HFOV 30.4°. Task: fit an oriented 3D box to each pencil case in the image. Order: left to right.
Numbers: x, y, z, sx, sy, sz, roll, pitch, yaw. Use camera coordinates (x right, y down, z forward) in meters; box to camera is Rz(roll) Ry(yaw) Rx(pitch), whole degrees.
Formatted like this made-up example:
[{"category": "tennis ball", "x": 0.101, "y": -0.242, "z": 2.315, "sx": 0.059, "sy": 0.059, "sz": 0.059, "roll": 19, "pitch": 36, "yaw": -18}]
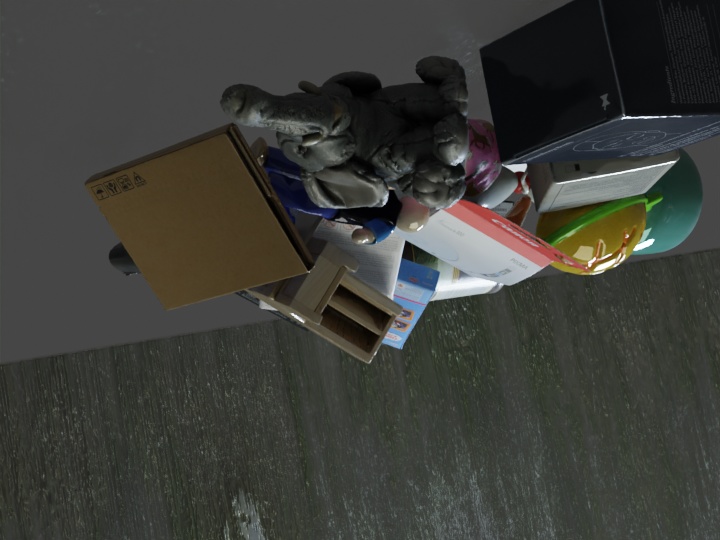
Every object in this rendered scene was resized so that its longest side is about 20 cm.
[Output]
[{"category": "pencil case", "x": 0.069, "y": -0.119, "z": 1.352, "sx": 0.087, "sy": 0.083, "sz": 0.200, "roll": -17, "pitch": 172, "yaw": 35}]

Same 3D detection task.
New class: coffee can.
[{"category": "coffee can", "x": 0.096, "y": -0.026, "z": 1.927, "sx": 0.200, "sy": 0.146, "sz": 0.146, "roll": -8, "pitch": 173, "yaw": -23}]

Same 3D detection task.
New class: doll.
[{"category": "doll", "x": -0.017, "y": -0.083, "z": 1.351, "sx": 0.200, "sy": 0.137, "sz": 0.048, "roll": 16, "pitch": 139, "yaw": -23}]

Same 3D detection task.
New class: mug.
[{"category": "mug", "x": 0.329, "y": -0.092, "z": 1.701, "sx": 0.114, "sy": 0.152, "sz": 0.185, "roll": -3, "pitch": 170, "yaw": -44}]

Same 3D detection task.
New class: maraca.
[{"category": "maraca", "x": 0.277, "y": -0.054, "z": 1.539, "sx": 0.137, "sy": 0.107, "sz": 0.200, "roll": -30, "pitch": 170, "yaw": 34}]

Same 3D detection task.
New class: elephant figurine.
[{"category": "elephant figurine", "x": -0.009, "y": -0.120, "z": 1.138, "sx": 0.200, "sy": 0.155, "sz": 0.142, "roll": 0, "pitch": -143, "yaw": 2}]

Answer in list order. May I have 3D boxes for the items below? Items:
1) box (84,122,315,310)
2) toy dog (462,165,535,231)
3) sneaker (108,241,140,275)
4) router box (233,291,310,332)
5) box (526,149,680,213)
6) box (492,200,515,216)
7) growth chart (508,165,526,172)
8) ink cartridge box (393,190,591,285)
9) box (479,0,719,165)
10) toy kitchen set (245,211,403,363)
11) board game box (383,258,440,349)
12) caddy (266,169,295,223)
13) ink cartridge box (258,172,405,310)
[{"category": "box", "x": -0.161, "y": -0.047, "z": 1.314, "sx": 0.200, "sy": 0.164, "sz": 0.021, "roll": -15, "pitch": -155, "yaw": 35}, {"category": "toy dog", "x": 0.171, "y": -0.085, "z": 1.550, "sx": 0.200, "sy": 0.096, "sz": 0.132, "roll": -8, "pitch": 144, "yaw": -16}, {"category": "sneaker", "x": -0.233, "y": -0.026, "z": 1.781, "sx": 0.106, "sy": 0.075, "sz": 0.200, "roll": -10, "pitch": 167, "yaw": 42}, {"category": "router box", "x": -0.103, "y": -0.006, "z": 1.691, "sx": 0.200, "sy": 0.062, "sz": 0.150, "roll": 29, "pitch": 151, "yaw": -22}, {"category": "box", "x": 0.240, "y": -0.135, "z": 1.362, "sx": 0.128, "sy": 0.109, "sz": 0.200, "roll": -11, "pitch": 174, "yaw": 2}, {"category": "box", "x": 0.063, "y": -0.066, "z": 1.696, "sx": 0.198, "sy": 0.050, "sz": 0.200, "roll": 5, "pitch": 177, "yaw": -24}, {"category": "growth chart", "x": 0.182, "y": -0.136, "z": 1.681, "sx": 0.145, "sy": 0.018, "sz": 0.200, "roll": -12, "pitch": 174, "yaw": 15}, {"category": "ink cartridge box", "x": 0.130, "y": -0.028, "z": 1.448, "sx": 0.160, "sy": 0.047, "sz": 0.200, "roll": 29, "pitch": 175, "yaw": -31}, {"category": "box", "x": 0.228, "y": -0.161, "z": 1.121, "sx": 0.200, "sy": 0.107, "sz": 0.148, "roll": -7, "pitch": 173, "yaw": -36}, {"category": "toy kitchen set", "x": 0.000, "y": 0.000, "z": 1.466, "sx": 0.180, "sy": 0.163, "sz": 0.200, "roll": 33, "pitch": 174, "yaw": -19}, {"category": "board game box", "x": 0.011, "y": 0.032, "z": 1.802, "sx": 0.151, "sy": 0.037, "sz": 0.200, "roll": 20, "pitch": 151, "yaw": -3}, {"category": "caddy", "x": -0.153, "y": -0.055, "z": 1.434, "sx": 0.141, "sy": 0.105, "sz": 0.200, "roll": -9, "pitch": 173, "yaw": -22}, {"category": "ink cartridge box", "x": -0.030, "y": -0.035, "z": 1.568, "sx": 0.161, "sy": 0.200, "sz": 0.050, "roll": 7, "pitch": -147, "yaw": -6}]
